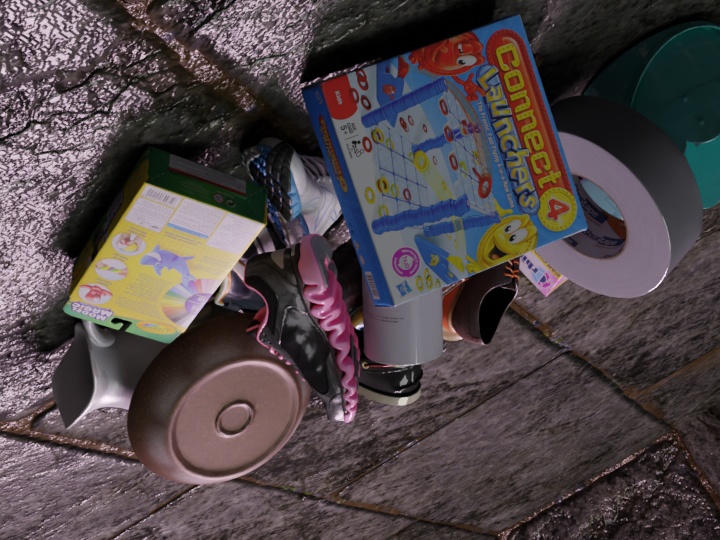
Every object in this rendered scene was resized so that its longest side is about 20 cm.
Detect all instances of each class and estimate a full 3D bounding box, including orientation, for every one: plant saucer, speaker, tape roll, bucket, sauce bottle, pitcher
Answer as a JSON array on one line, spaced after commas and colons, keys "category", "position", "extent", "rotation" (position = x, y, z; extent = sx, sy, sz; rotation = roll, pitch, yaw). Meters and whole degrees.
[{"category": "plant saucer", "position": [-0.129, 0.136, 1.488], "extent": [0.199, 0.037, 0.202], "rotation": [-17, 128, -22]}, {"category": "speaker", "position": [0.039, -0.013, 1.460], "extent": [0.081, 0.202, 0.081], "rotation": [-2, -163, 1]}, {"category": "tape roll", "position": [0.238, -0.072, 1.506], "extent": [0.066, 0.200, 0.201], "rotation": [-43, 168, -30]}, {"category": "bucket", "position": [0.335, -0.154, 1.587], "extent": [0.206, 0.135, 0.207], "rotation": [-25, 159, -10]}, {"category": "sauce bottle", "position": [0.000, 0.000, 1.535], "extent": [0.066, 0.066, 0.200], "rotation": [-45, 177, 36]}, {"category": "pitcher", "position": [-0.192, 0.076, 1.509], "extent": [0.199, 0.122, 0.172], "rotation": [-3, 133, -28]}]

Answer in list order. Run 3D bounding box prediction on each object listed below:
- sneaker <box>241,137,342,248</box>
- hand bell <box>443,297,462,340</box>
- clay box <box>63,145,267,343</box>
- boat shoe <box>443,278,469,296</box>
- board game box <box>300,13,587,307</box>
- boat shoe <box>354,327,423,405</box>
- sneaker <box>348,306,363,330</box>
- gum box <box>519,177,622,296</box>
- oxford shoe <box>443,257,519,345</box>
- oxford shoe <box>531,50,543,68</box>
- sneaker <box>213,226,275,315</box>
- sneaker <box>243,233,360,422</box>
[{"category": "sneaker", "position": [-0.051, -0.083, 1.385], "extent": [0.086, 0.075, 0.200], "rotation": [-36, 165, -8]}, {"category": "hand bell", "position": [0.047, 0.010, 1.709], "extent": [0.199, 0.105, 0.104], "rotation": [17, 132, -45]}, {"category": "clay box", "position": [-0.176, -0.016, 1.333], "extent": [0.114, 0.048, 0.200], "rotation": [19, 137, -23]}, {"category": "boat shoe", "position": [0.104, -0.026, 1.627], "extent": [0.070, 0.070, 0.200], "rotation": [28, 109, -38]}, {"category": "board game box", "position": [0.074, -0.095, 1.310], "extent": [0.195, 0.201, 0.056], "rotation": [-22, -173, -18]}, {"category": "boat shoe", "position": [-0.029, 0.080, 1.564], "extent": [0.074, 0.200, 0.064], "rotation": [-42, 139, -53]}, {"category": "sneaker", "position": [-0.004, 0.097, 1.749], "extent": [0.075, 0.088, 0.200], "rotation": [-53, -172, -27]}, {"category": "gum box", "position": [0.275, -0.068, 1.744], "extent": [0.200, 0.066, 0.114], "rotation": [-35, 165, -32]}, {"category": "oxford shoe", "position": [0.158, -0.013, 1.678], "extent": [0.071, 0.072, 0.201], "rotation": [11, 103, -38]}, {"category": "oxford shoe", "position": [0.086, -0.155, 1.384], "extent": [0.200, 0.071, 0.071], "rotation": [-38, -178, -21]}, {"category": "sneaker", "position": [-0.115, 0.000, 1.464], "extent": [0.079, 0.079, 0.200], "rotation": [-31, 148, -5]}, {"category": "sneaker", "position": [-0.056, 0.060, 1.420], "extent": [0.095, 0.079, 0.201], "rotation": [-12, 119, 7]}]
